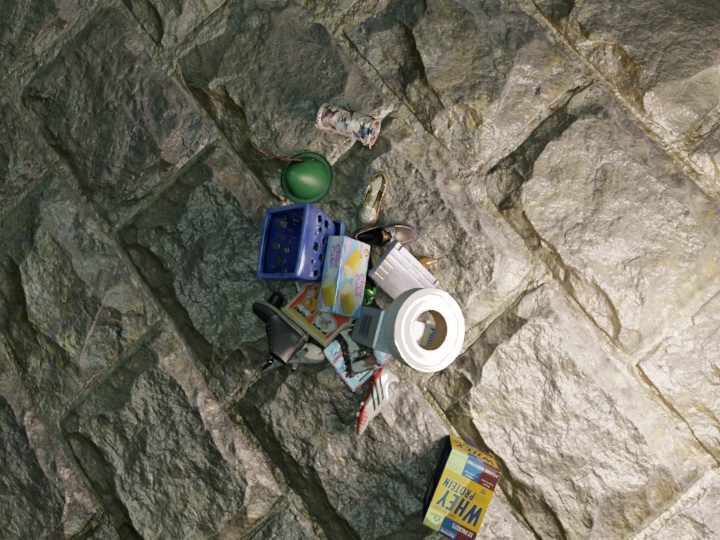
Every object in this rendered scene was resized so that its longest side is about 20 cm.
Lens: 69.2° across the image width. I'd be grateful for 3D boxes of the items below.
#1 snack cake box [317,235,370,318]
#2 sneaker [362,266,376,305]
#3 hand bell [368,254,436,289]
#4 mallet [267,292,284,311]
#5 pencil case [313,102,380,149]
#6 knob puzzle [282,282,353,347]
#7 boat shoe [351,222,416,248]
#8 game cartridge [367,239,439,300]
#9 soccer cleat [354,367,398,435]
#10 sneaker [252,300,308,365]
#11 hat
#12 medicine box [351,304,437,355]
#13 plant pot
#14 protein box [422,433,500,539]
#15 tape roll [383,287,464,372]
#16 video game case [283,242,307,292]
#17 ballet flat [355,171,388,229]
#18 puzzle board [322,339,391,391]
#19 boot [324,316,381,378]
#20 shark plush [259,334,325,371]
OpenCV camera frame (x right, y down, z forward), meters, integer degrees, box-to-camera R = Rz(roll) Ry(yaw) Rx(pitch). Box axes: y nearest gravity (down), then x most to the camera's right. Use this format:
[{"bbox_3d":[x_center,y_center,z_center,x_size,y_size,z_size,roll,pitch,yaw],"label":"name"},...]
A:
[{"bbox_3d":[-0.043,0.019,1.417,0.066,0.113,0.207,2,81,42],"label":"snack cake box"},{"bbox_3d":[0.000,0.000,1.512,0.076,0.085,0.204,-8,64,-35],"label":"sneaker"},{"bbox_3d":[0.128,-0.013,1.527,0.194,0.104,0.107,-11,82,-7],"label":"hand bell"},{"bbox_3d":[-0.192,0.131,1.569,0.195,0.041,0.068,23,92,6],"label":"mallet"},{"bbox_3d":[-0.040,-0.444,1.592,0.195,0.078,0.091,19,67,9],"label":"pencil case"},{"bbox_3d":[-0.098,0.093,1.496,0.212,0.031,0.225,-1,55,1],"label":"knob puzzle"},{"bbox_3d":[0.072,-0.096,1.525,0.193,0.072,0.075,-7,97,-2],"label":"boat shoe"},{"bbox_3d":[0.123,0.024,1.483,0.130,0.038,0.199,-48,118,2],"label":"game cartridge"},{"bbox_3d":[0.044,0.380,1.489,0.083,0.069,0.205,21,85,6],"label":"soccer cleat"},{"bbox_3d":[-0.254,0.173,1.490,0.197,0.076,0.107,33,62,16],"label":"sneaker"},{"bbox_3d":[-0.190,-0.295,1.544,0.194,0.176,0.171,-12,82,6],"label":"hat"},{"bbox_3d":[0.099,0.174,1.413,0.195,0.181,0.106,18,85,-19],"label":"medicine box"},{"bbox_3d":[-0.158,-0.064,1.470,0.197,0.177,0.207,0,81,45],"label":"plant pot"},{"bbox_3d":[0.258,0.568,1.367,0.132,0.200,0.203,23,87,10],"label":"protein box"},{"bbox_3d":[0.159,0.146,1.302,0.196,0.071,0.210,0,90,-21],"label":"tape roll"},{"bbox_3d":[-0.123,-0.017,1.581,0.178,0.023,0.205,-22,81,5],"label":"video game case"},{"bbox_3d":[0.031,-0.205,1.560,0.069,0.065,0.206,16,86,7],"label":"ballet flat"},{"bbox_3d":[0.004,0.230,1.537,0.199,0.017,0.151,-42,79,2],"label":"puzzle board"},{"bbox_3d":[-0.048,0.220,1.501,0.194,0.069,0.180,-12,79,5],"label":"boot"},{"bbox_3d":[-0.205,0.268,1.537,0.196,0.091,0.085,-26,118,-3],"label":"shark plush"}]
